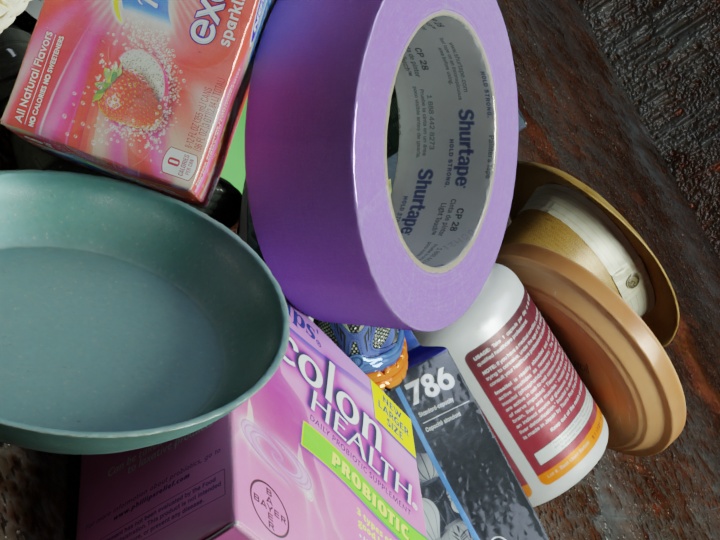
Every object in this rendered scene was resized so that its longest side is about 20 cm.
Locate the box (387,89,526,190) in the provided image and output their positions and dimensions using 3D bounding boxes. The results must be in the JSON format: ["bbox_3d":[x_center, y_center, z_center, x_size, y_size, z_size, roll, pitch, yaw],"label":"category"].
[{"bbox_3d":[0.026,-0.129,1.253,0.051,0.157,0.200,49,10,-35],"label":"box"}]

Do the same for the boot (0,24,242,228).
[{"bbox_3d":[-0.148,-0.081,0.949,0.131,0.068,0.200,58,16,20],"label":"boot"}]

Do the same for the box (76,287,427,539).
[{"bbox_3d":[-0.049,0.118,0.818,0.176,0.096,0.201,47,21,-34],"label":"box"}]

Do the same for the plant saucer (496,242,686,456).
[{"bbox_3d":[0.164,0.067,1.257,0.200,0.032,0.201,39,-24,21],"label":"plant saucer"}]

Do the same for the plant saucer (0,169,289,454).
[{"bbox_3d":[-0.132,0.022,0.732,0.199,0.036,0.200,11,32,-7],"label":"plant saucer"}]

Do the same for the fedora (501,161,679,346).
[{"bbox_3d":[0.165,0.006,1.313,0.200,0.082,0.201,43,-17,16],"label":"fedora"}]

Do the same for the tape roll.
[{"bbox_3d":[0.017,-0.070,0.871,0.200,0.065,0.202,-12,104,-60],"label":"tape roll"}]

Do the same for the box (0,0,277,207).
[{"bbox_3d":[-0.094,-0.144,0.810,0.102,0.201,0.095,20,-3,1],"label":"box"}]

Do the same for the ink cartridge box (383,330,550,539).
[{"bbox_3d":[0.039,0.124,1.044,0.099,0.039,0.201,-24,77,-26],"label":"ink cartridge box"}]

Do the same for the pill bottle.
[{"bbox_3d":[0.092,0.069,1.205,0.201,0.112,0.113,57,18,-18],"label":"pill bottle"}]

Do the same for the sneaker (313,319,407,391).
[{"bbox_3d":[0.000,0.000,1.072,0.200,0.075,0.079,-100,-175,-59],"label":"sneaker"}]

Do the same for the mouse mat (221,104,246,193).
[{"bbox_3d":[-0.099,-0.115,1.171,0.161,0.008,0.201,36,29,-29],"label":"mouse mat"}]

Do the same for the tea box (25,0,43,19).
[{"bbox_3d":[-0.142,-0.259,0.971,0.133,0.200,0.197,38,13,-44],"label":"tea box"}]

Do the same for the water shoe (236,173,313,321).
[{"bbox_3d":[-0.043,-0.038,0.982,0.071,0.201,0.079,17,25,-11],"label":"water shoe"}]

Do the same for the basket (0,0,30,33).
[{"bbox_3d":[-0.229,-0.149,0.752,0.136,0.123,0.200,52,19,-19],"label":"basket"}]
